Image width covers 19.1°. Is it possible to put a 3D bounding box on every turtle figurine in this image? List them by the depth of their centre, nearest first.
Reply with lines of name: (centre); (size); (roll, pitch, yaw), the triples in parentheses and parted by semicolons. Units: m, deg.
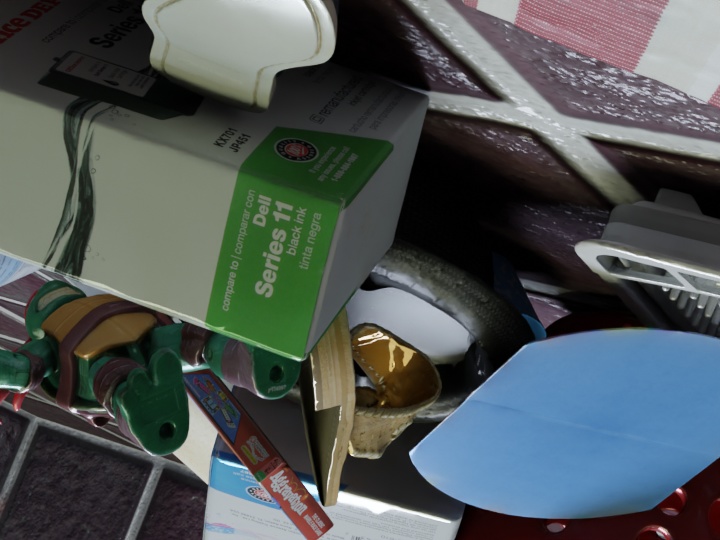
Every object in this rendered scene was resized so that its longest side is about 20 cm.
turtle figurine: (-0.122, 0.025, 1.018); (0.200, 0.150, 0.101); (22, 147, 48)

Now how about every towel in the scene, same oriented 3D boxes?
towel: (0.132, -0.082, 0.739); (0.200, 0.023, 0.144); (22, 171, 4)

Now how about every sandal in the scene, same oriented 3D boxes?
sandal: (0.007, 0.059, 1.068); (0.070, 0.078, 0.212); (-11, 154, -5)

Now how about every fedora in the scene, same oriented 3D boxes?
fedora: (0.000, 0.000, 1.134); (0.200, 0.092, 0.201); (10, 146, 7)

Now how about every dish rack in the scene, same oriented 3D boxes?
dish rack: (0.207, 0.017, 1.022); (0.171, 0.044, 0.200); (15, 167, 27)

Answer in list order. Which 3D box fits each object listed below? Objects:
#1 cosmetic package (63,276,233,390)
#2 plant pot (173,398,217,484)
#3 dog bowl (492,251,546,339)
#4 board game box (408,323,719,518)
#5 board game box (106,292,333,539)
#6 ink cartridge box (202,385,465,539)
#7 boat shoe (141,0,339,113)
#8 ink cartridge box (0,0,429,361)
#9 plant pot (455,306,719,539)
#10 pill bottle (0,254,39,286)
cosmetic package: (-0.143, -0.009, 1.319); (0.200, 0.074, 0.102); (38, 177, 36)
plant pot: (-0.086, 0.070, 1.510); (0.183, 0.201, 0.200); (35, 165, -16)
dog bowl: (0.037, 0.050, 1.285); (0.111, 0.050, 0.200); (0, 150, -18)
board game box: (0.120, 0.067, 1.111); (0.158, 0.039, 0.200); (14, 143, -24)
board game box: (-0.090, 0.052, 1.124); (0.200, 0.019, 0.103); (49, 176, 27)
ink cartridge box: (-0.015, 0.136, 1.276); (0.144, 0.085, 0.200); (15, 149, 1)
boat shoe: (-0.040, -0.108, 0.823); (0.075, 0.062, 0.200); (20, 172, -2)
ink cartridge box: (-0.087, -0.053, 0.958); (0.200, 0.083, 0.147); (19, -153, 9)
plant pot: (0.172, 0.134, 1.286); (0.200, 0.183, 0.200); (20, 169, 4)
pill bottle: (-0.212, -0.045, 1.182); (0.109, 0.109, 0.200); (18, -162, 16)
